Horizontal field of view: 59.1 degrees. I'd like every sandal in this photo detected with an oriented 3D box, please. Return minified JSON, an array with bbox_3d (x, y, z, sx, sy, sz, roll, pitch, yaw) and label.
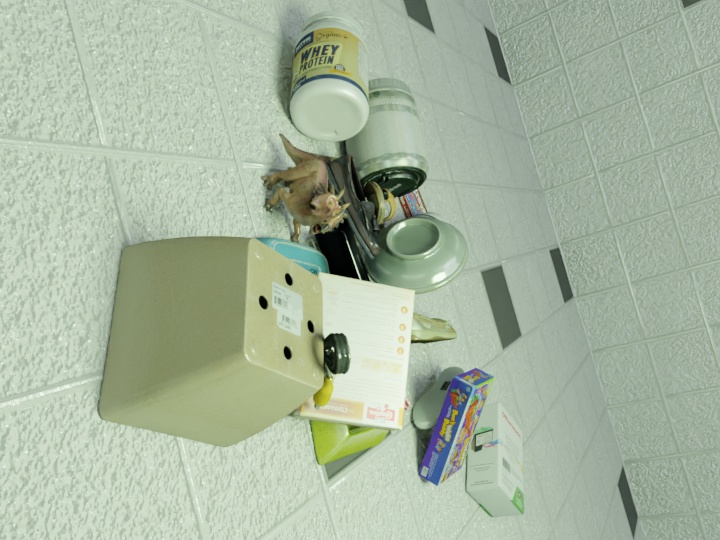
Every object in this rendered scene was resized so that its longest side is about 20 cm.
[{"bbox_3d":[0.043,-0.122,1.223,0.200,0.053,0.082,71,3,-79],"label":"sandal"}]

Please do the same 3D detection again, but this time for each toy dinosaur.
[{"bbox_3d":[-0.078,-0.129,1.004,0.085,0.133,0.205,24,53,-53],"label":"toy dinosaur"}]

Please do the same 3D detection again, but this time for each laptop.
[{"bbox_3d":[0.000,0.000,1.100,0.200,0.101,0.181,-38,111,-59],"label":"laptop"}]

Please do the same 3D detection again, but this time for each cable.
[{"bbox_3d":[-0.036,0.104,0.786,0.049,0.200,0.099,6,65,-18],"label":"cable"}]

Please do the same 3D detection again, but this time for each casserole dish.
[{"bbox_3d":[-0.101,0.011,0.989,0.199,0.038,0.124,16,62,-59],"label":"casserole dish"}]

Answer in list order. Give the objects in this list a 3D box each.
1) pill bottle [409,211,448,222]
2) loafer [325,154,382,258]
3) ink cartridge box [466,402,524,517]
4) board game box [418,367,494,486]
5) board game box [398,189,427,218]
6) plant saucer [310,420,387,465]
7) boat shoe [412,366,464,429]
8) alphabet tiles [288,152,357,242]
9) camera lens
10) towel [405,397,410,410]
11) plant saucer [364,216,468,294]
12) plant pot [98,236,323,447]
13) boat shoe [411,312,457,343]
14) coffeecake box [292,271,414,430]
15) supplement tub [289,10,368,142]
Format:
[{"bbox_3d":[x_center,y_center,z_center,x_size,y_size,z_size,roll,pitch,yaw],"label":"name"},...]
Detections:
[{"bbox_3d":[0.125,-0.053,1.348,0.118,0.114,0.200,67,29,-10],"label":"pill bottle"},{"bbox_3d":[-0.005,-0.120,1.133,0.203,0.062,0.072,63,6,19],"label":"loafer"},{"bbox_3d":[0.307,0.429,1.444,0.145,0.083,0.203,50,36,-36],"label":"ink cartridge box"},{"bbox_3d":[0.188,0.298,1.229,0.134,0.044,0.204,-1,111,-61],"label":"board game box"},{"bbox_3d":[0.130,-0.146,1.511,0.204,0.019,0.103,66,27,-12],"label":"board game box"},{"bbox_3d":[-0.015,0.192,1.034,0.199,0.047,0.205,7,69,-60],"label":"plant saucer"},{"bbox_3d":[0.168,0.273,1.291,0.199,0.069,0.065,-36,124,-51],"label":"boat shoe"},{"bbox_3d":[-0.063,-0.133,1.167,0.199,0.007,0.171,-6,81,-61],"label":"alphabet tiles"},{"bbox_3d":[0.048,-0.256,1.275,0.159,0.157,0.205,16,60,-57],"label":"camera lens"},{"bbox_3d":[0.056,0.132,1.126,0.146,0.029,0.205,-84,165,-86],"label":"towel"},{"bbox_3d":[0.100,-0.045,1.177,0.203,0.195,0.051,-76,159,-44],"label":"plant saucer"},{"bbox_3d":[-0.148,0.073,0.725,0.199,0.174,0.205,33,48,-49],"label":"plant pot"},{"bbox_3d":[0.143,0.118,1.336,0.199,0.072,0.065,6,73,-52],"label":"boat shoe"},{"bbox_3d":[-0.009,0.121,0.931,0.150,0.073,0.205,11,74,-12],"label":"coffeecake box"},{"bbox_3d":[-0.055,-0.356,1.162,0.144,0.142,0.204,36,44,-47],"label":"supplement tub"}]
